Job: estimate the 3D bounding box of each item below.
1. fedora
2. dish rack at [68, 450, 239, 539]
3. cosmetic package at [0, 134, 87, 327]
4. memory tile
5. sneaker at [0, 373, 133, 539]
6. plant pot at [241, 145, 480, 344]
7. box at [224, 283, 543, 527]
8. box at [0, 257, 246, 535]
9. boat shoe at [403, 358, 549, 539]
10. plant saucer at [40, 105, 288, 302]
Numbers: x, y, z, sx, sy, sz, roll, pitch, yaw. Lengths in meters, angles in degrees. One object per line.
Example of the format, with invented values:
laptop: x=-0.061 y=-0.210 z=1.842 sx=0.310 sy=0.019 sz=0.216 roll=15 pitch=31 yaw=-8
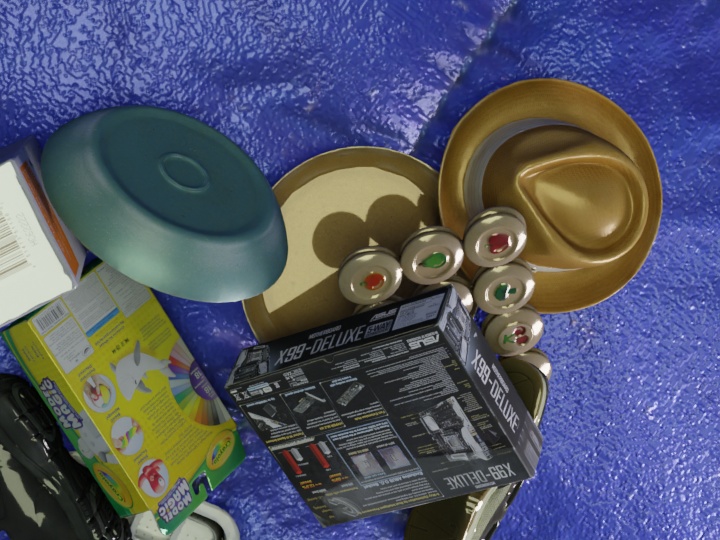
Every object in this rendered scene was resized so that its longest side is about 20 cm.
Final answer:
fedora: x=0.160 y=-0.057 z=1.328 sx=0.198 sy=0.082 sz=0.203 roll=-2 pitch=95 yaw=-18
dish rack: x=-0.206 y=0.254 z=1.364 sx=0.170 sy=0.044 sz=0.202 roll=24 pitch=95 yaw=-12
cosmetic package: x=-0.253 y=-0.032 z=1.230 sx=0.071 sy=0.200 sz=0.102 roll=-26 pitch=102 yaw=-2
memory tile: x=0.068 y=0.045 z=1.320 sx=0.152 sy=0.017 sz=0.201 roll=-16 pitch=131 yaw=0
sneaker: x=-0.246 y=0.179 z=1.297 sx=0.090 sy=0.076 sz=0.201 roll=-33 pitch=94 yaw=10
plant pot: x=0.000 y=0.000 z=1.359 sx=0.198 sy=0.027 sz=0.203 roll=-1 pitch=99 yaw=-7
box: x=0.019 y=0.109 z=1.302 sx=0.198 sy=0.050 sz=0.158 roll=-18 pitch=119 yaw=29
box: x=-0.177 y=0.097 z=1.311 sx=0.117 sy=0.048 sz=0.201 roll=-41 pitch=104 yaw=-42
boat shoe: x=0.100 y=0.158 z=1.371 sx=0.072 sy=0.066 sz=0.202 roll=34 pitch=110 yaw=28
plant saucer: x=-0.136 y=-0.061 z=1.245 sx=0.199 sy=0.201 sz=0.036 roll=26 pitch=125 yaw=-11
